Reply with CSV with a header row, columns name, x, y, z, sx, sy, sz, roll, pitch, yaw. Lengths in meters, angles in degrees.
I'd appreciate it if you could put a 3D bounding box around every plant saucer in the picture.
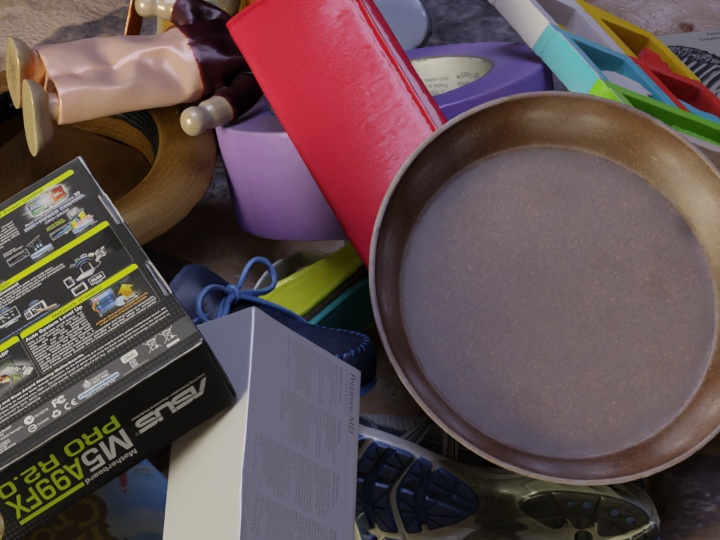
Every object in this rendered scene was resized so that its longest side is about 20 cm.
name,x,y,z,sx,sy,sz,roll,pitch,yaw
plant saucer,0.101,0.010,0.911,0.199,0.035,0.201,2,71,-7

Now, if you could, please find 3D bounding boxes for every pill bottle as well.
name,x,y,z,sx,sy,sz,roll,pitch,yaw
pill bottle,0.124,0.023,0.993,0.199,0.113,0.113,1,39,-1

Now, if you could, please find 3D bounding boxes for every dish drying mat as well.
name,x,y,z,sx,sy,sz,roll,pitch,yaw
dish drying mat,0.004,-0.075,0.977,0.077,0.018,0.201,-30,66,0

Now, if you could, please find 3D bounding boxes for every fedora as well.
name,x,y,z,sx,sy,sz,roll,pitch,yaw
fedora,-0.176,-0.044,1.088,0.199,0.082,0.201,1,38,-1

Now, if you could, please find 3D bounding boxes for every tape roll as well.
name,x,y,z,sx,sy,sz,roll,pitch,yaw
tape roll,0.017,-0.079,1.092,0.199,0.066,0.200,-11,16,3

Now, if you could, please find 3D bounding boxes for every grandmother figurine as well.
name,x,y,z,sx,sy,sz,roll,pitch,yaw
grandmother figurine,-0.101,-0.120,1.078,0.199,0.061,0.122,-10,60,-20

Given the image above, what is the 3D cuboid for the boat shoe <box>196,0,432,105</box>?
name,x,y,z,sx,sy,sz,roll,pitch,yaw
boat shoe,-0.049,-0.138,1.233,0.199,0.057,0.069,-12,83,1

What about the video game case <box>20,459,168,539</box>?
name,x,y,z,sx,sy,sz,roll,pitch,yaw
video game case,-0.193,0.135,0.914,0.199,0.022,0.182,-26,47,-31

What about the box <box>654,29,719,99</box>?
name,x,y,z,sx,sy,sz,roll,pitch,yaw
box,0.230,-0.067,1.145,0.082,0.069,0.200,-8,39,-12

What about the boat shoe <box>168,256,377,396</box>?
name,x,y,z,sx,sy,sz,roll,pitch,yaw
boat shoe,-0.090,0.030,0.952,0.199,0.069,0.084,4,13,11

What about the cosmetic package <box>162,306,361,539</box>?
name,x,y,z,sx,sy,sz,roll,pitch,yaw
cosmetic package,-0.045,0.125,0.824,0.050,0.082,0.201,-20,53,34

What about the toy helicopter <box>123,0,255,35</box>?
name,x,y,z,sx,sy,sz,roll,pitch,yaw
toy helicopter,-0.120,-0.144,1.171,0.132,0.079,0.200,44,88,10

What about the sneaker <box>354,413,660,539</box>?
name,x,y,z,sx,sy,sz,roll,pitch,yaw
sneaker,0.050,0.104,0.934,0.199,0.077,0.085,13,29,2

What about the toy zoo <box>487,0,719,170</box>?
name,x,y,z,sx,sy,sz,roll,pitch,yaw
toy zoo,0.154,-0.114,1.081,0.131,0.021,0.200,15,28,-35

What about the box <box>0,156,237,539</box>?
name,x,y,z,sx,sy,sz,roll,pitch,yaw
box,-0.176,0.052,0.839,0.199,0.044,0.160,-32,43,-8

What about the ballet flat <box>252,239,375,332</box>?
name,x,y,z,sx,sy,sz,roll,pitch,yaw
ballet flat,0.000,0.000,1.056,0.200,0.067,0.067,-32,47,-32
